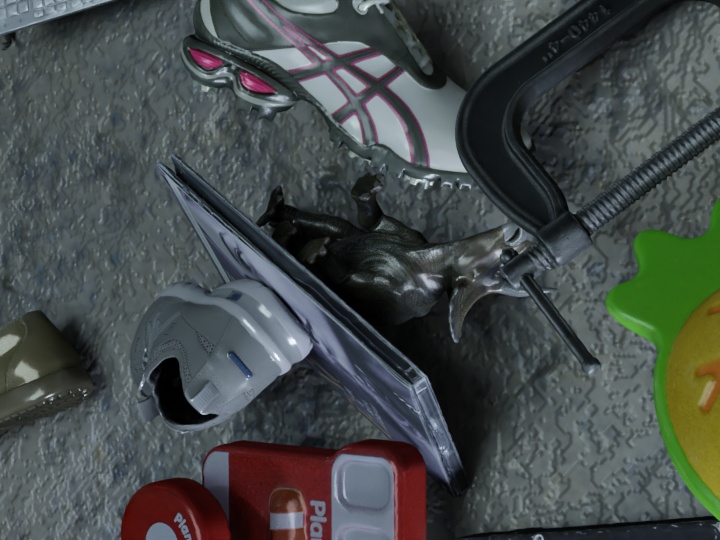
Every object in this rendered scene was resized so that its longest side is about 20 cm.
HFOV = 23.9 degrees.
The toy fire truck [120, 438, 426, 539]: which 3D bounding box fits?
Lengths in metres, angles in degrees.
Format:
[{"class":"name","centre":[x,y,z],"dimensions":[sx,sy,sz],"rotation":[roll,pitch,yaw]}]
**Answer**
[{"class":"toy fire truck","centre":[-0.036,0.191,0.936],"dimensions":[0.168,0.112,0.200],"rotation":[0,91,38]}]

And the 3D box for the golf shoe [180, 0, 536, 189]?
[{"class":"golf shoe","centre":[0.006,-0.106,0.894],"dimensions":[0.200,0.077,0.088],"rotation":[23,114,-1]}]

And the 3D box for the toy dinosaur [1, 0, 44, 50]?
[{"class":"toy dinosaur","centre":[-0.282,-0.171,1.154],"dimensions":[0.200,0.047,0.088],"rotation":[14,79,29]}]

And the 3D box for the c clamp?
[{"class":"c clamp","centre":[0.136,-0.067,0.835],"dimensions":[0.200,0.027,0.171],"rotation":[-42,56,0]}]

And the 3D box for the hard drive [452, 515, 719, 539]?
[{"class":"hard drive","centre":[0.144,0.197,0.861],"dimensions":[0.200,0.038,0.140],"rotation":[-11,83,33]}]

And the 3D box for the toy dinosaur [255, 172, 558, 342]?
[{"class":"toy dinosaur","centre":[0.000,0.000,0.936],"dimensions":[0.200,0.102,0.077],"rotation":[-5,47,48]}]

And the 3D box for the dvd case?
[{"class":"dvd case","centre":[-0.025,0.032,0.925],"dimensions":[0.016,0.149,0.200],"rotation":[-43,61,-11]}]

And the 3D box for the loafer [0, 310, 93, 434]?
[{"class":"loafer","centre":[-0.263,0.081,1.128],"dimensions":[0.200,0.076,0.068],"rotation":[-19,77,23]}]

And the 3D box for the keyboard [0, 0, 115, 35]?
[{"class":"keyboard","centre":[-0.155,-0.197,1.066],"dimensions":[0.200,0.011,0.056],"rotation":[-13,83,21]}]

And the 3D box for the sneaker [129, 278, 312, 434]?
[{"class":"sneaker","centre":[-0.102,0.053,0.964],"dimensions":[0.075,0.082,0.200],"rotation":[50,157,-6]}]

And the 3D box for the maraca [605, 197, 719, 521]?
[{"class":"maraca","centre":[0.197,0.048,0.785],"dimensions":[0.137,0.107,0.200],"rotation":[-21,56,-10]}]
